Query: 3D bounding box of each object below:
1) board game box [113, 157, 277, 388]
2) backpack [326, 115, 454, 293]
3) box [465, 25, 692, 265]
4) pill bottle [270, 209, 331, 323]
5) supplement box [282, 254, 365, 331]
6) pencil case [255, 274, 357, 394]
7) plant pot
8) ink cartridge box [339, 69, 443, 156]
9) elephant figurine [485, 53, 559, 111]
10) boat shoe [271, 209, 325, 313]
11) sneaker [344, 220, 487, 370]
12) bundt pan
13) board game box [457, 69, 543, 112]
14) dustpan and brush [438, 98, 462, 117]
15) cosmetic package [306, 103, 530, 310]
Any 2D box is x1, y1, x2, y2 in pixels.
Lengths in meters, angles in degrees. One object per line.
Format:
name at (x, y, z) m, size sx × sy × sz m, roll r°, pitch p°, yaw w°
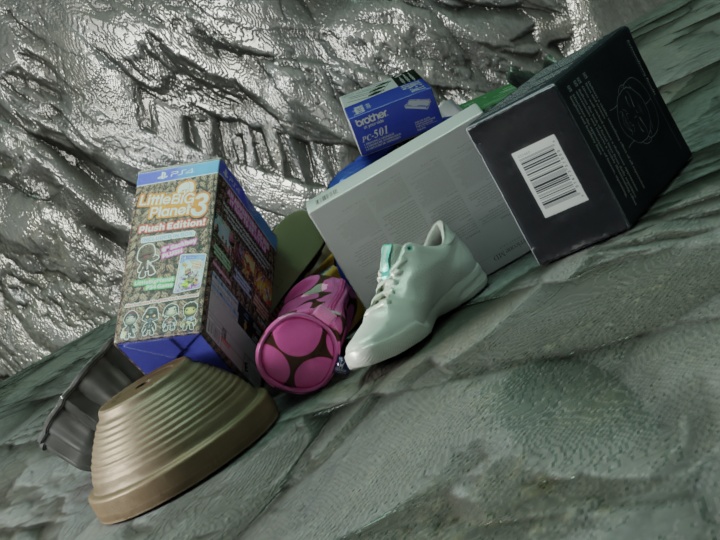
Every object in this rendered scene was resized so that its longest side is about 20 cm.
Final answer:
board game box at (-0.164, 0.016, 1.469) m, size 0.096 × 0.160 × 0.202 m, roll -7°, pitch 57°, yaw 17°
backpack at (0.064, -0.069, 1.543) m, size 0.167 × 0.164 × 0.200 m, roll 1°, pitch 26°, yaw 45°
box at (0.213, -0.122, 1.364) m, size 0.107 × 0.149 × 0.200 m, roll -24°, pitch 9°, yaw 37°
pill bottle at (-0.112, 0.026, 1.684) m, size 0.200 × 0.113 × 0.113 m, roll -42°, pitch 10°, yaw -12°
supplement box at (0.000, 0.000, 1.634) m, size 0.069 × 0.067 × 0.200 m, roll -25°, pitch 15°, yaw 50°
pencil case at (-0.047, 0.058, 1.439) m, size 0.200 × 0.090 × 0.094 m, roll -78°, pitch 13°, yaw -78°
plant pot at (-0.184, 0.147, 1.361) m, size 0.200 × 0.093 × 0.201 m, roll -31°, pitch 7°, yaw 4°
ink cartridge box at (0.031, -0.174, 1.550) m, size 0.093 × 0.045 × 0.200 m, roll -21°, pitch 14°, yaw 1°
elephant figurine at (0.219, -0.179, 1.694) m, size 0.140 × 0.157 × 0.200 m, roll -5°, pitch 16°, yaw -8°
boat shoe at (-0.115, 0.017, 1.596) m, size 0.201 × 0.074 × 0.063 m, roll -45°, pitch -5°, yaw -7°
sneaker at (0.037, 0.020, 1.343) m, size 0.075 × 0.089 × 0.200 m, roll -21°, pitch 12°, yaw 43°
bundt pan at (-0.260, 0.141, 1.579) m, size 0.202 × 0.076 × 0.202 m, roll -51°, pitch -7°, yaw -9°
board game box at (0.186, -0.167, 1.779) m, size 0.199 × 0.135 × 0.029 m, roll -24°, pitch 43°, yaw -12°
dustpan and brush at (0.088, -0.086, 1.704) m, size 0.200 × 0.140 × 0.057 m, roll -47°, pitch -9°, yaw 12°
cosmetic package at (0.067, -0.050, 1.431) m, size 0.199 × 0.152 × 0.052 m, roll -29°, pitch 16°, yaw 4°
